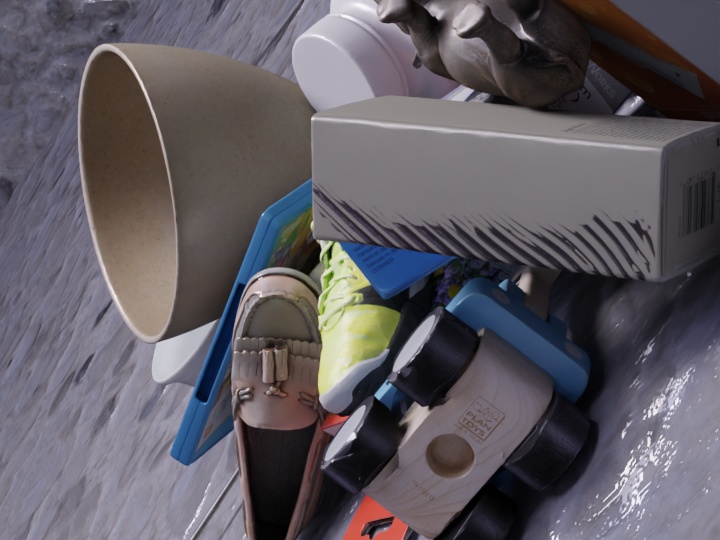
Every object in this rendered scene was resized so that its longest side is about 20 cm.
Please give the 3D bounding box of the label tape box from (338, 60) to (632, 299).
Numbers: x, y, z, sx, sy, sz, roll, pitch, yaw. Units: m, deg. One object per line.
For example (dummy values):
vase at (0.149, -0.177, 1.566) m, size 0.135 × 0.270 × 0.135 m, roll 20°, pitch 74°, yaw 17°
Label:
label tape box at (0.085, -0.084, 1.335) m, size 0.144 × 0.063 × 0.200 m, roll -33°, pitch 11°, yaw 45°

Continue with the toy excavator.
toy excavator at (0.077, 0.034, 1.244) m, size 0.195 × 0.100 × 0.200 m, roll -52°, pitch 8°, yaw 23°

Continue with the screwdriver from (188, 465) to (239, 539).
screwdriver at (-0.084, 0.145, 1.676) m, size 0.201 × 0.029 × 0.028 m, roll -61°, pitch 15°, yaw 7°

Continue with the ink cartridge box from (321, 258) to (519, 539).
ink cartridge box at (0.027, 0.070, 1.395) m, size 0.201 × 0.050 × 0.109 m, roll -64°, pitch 15°, yaw -21°

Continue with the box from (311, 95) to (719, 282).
box at (0.077, -0.044, 1.163) m, size 0.082 × 0.199 × 0.069 m, roll -19°, pitch -68°, yaw -55°

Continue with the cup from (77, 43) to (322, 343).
cup at (-0.093, -0.061, 1.572) m, size 0.200 × 0.142 × 0.202 m, roll 170°, pitch 90°, yaw -68°

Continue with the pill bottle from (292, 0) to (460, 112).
pill bottle at (0.051, -0.176, 1.556) m, size 0.200 × 0.111 × 0.111 m, roll -41°, pitch 6°, yaw -27°

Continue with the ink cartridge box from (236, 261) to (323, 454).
ink cartridge box at (-0.005, 0.028, 1.562) m, size 0.200 × 0.050 × 0.162 m, roll -48°, pitch -16°, yaw -56°

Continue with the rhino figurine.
rhino figurine at (0.052, -0.130, 1.223) m, size 0.060 × 0.087 × 0.200 m, roll -56°, pitch 28°, yaw -3°

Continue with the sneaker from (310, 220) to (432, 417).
sneaker at (0.000, 0.000, 1.375) m, size 0.075 × 0.076 × 0.201 m, roll -41°, pitch 24°, yaw 45°

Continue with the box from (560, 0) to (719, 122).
box at (0.137, -0.170, 1.202) m, size 0.098 × 0.200 × 0.124 m, roll -57°, pitch 14°, yaw -6°

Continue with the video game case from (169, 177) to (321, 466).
video game case at (-0.054, 0.021, 1.514) m, size 0.143 × 0.018 × 0.201 m, roll -39°, pitch -24°, yaw -55°

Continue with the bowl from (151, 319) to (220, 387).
bowl at (-0.068, 0.016, 1.738) m, size 0.201 × 0.090 × 0.201 m, roll -53°, pitch 17°, yaw 23°

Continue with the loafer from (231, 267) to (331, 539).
loafer at (-0.048, 0.095, 1.445) m, size 0.063 × 0.071 × 0.201 m, roll -75°, pitch -11°, yaw -53°
